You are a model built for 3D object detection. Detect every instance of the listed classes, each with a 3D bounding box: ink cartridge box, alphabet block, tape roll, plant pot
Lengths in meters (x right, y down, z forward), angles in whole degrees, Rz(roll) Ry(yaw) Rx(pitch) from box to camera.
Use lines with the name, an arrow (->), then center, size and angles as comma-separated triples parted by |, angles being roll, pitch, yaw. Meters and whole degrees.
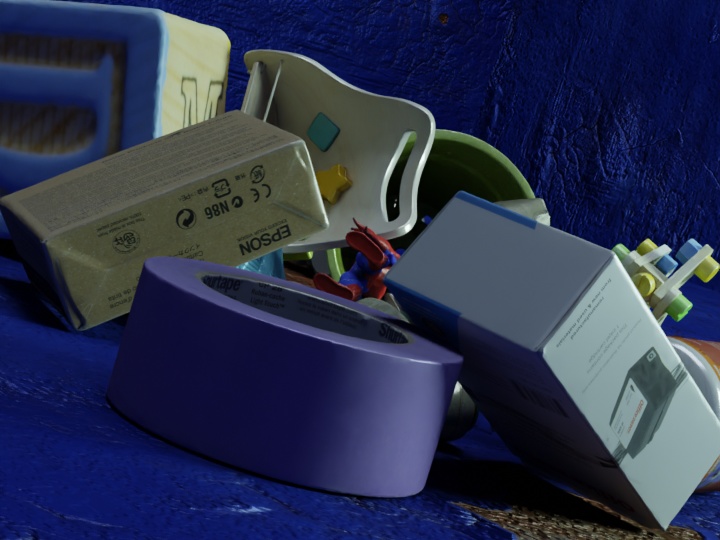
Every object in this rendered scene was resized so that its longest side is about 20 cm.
ink cartridge box -> 0.127, 0.058, 1.182 | 0.145, 0.084, 0.200 | 24, -21, 47
alphabet block -> -0.231, -0.122, 1.571 | 0.195, 0.197, 0.200 | 8, 4, 11
tape roll -> -0.045, 0.061, 1.112 | 0.200, 0.085, 0.200 | 16, 5, -2
ink cartridge box -> -0.145, -0.041, 1.350 | 0.200, 0.075, 0.165 | -23, 18, -15
plant pot -> 0.053, -0.019, 1.752 | 0.200, 0.200, 0.190 | 16, -7, -7

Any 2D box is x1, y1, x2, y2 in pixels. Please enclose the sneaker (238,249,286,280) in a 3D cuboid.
sneaker -> -0.106, -0.007, 1.456 | 0.081, 0.077, 0.200 | -18, 20, 5

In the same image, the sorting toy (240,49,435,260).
sorting toy -> -0.028, -0.082, 1.601 | 0.180, 0.200, 0.107 | 1, -27, 27

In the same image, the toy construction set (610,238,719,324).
toy construction set -> 0.170, 0.044, 1.383 | 0.200, 0.131, 0.092 | -13, 57, -39

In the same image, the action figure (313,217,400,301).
action figure -> 0.000, 0.000, 1.493 | 0.052, 0.065, 0.200 | 33, 0, 9

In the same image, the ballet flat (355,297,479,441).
ballet flat -> 0.015, 0.065, 1.324 | 0.062, 0.068, 0.200 | 2, 14, -27

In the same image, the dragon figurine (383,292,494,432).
dragon figurine -> 0.077, 0.054, 1.453 | 0.099, 0.059, 0.200 | 28, 11, -50

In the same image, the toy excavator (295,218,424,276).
toy excavator -> -0.060, -0.063, 2.014 | 0.200, 0.194, 0.100 | 50, 20, 22

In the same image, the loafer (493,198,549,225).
loafer -> 0.141, 0.028, 1.480 | 0.070, 0.200, 0.075 | -26, 33, -18

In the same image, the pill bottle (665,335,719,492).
pill bottle -> 0.252, 0.107, 1.371 | 0.112, 0.112, 0.200 | 21, 8, 34
